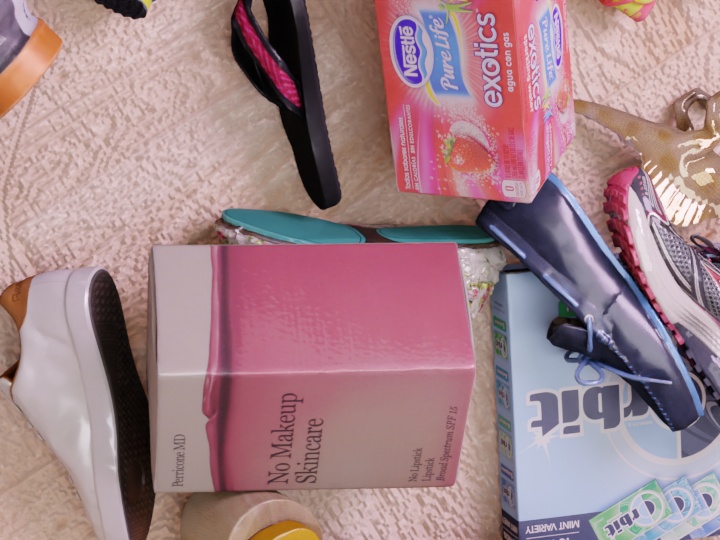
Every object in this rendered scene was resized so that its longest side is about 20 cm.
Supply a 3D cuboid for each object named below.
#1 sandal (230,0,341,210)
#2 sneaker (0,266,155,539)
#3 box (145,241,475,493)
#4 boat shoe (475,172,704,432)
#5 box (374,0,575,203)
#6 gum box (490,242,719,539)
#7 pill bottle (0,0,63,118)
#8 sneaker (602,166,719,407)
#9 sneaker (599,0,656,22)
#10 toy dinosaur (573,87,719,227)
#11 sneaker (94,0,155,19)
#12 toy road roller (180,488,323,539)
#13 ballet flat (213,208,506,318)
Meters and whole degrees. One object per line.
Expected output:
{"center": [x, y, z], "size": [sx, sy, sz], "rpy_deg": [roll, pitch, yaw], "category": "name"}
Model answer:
{"center": [-0.056, -0.132, 1.541], "size": [0.045, 0.075, 0.201], "rpy_deg": [-15, 105, -12], "category": "sandal"}
{"center": [-0.186, 0.093, 1.559], "size": [0.084, 0.073, 0.201], "rpy_deg": [-4, 108, 18], "category": "sneaker"}
{"center": [-0.035, 0.062, 1.521], "size": [0.199, 0.109, 0.128], "rpy_deg": [-1, 139, -7], "category": "box"}
{"center": [0.148, 0.027, 1.579], "size": [0.069, 0.084, 0.200], "rpy_deg": [-36, 88, -3], "category": "boat shoe"}
{"center": [0.072, -0.155, 1.512], "size": [0.094, 0.103, 0.201], "rpy_deg": [6, 122, 22], "category": "box"}
{"center": [0.179, 0.089, 1.650], "size": [0.169, 0.045, 0.201], "rpy_deg": [-6, 99, -13], "category": "gum box"}
{"center": [-0.276, -0.179, 1.461], "size": [0.200, 0.106, 0.106], "rpy_deg": [42, 88, -17], "category": "pill bottle"}
{"center": [0.227, 0.012, 1.583], "size": [0.075, 0.081, 0.200], "rpy_deg": [-35, 107, 4], "category": "sneaker"}
{"center": [0.165, -0.206, 1.582], "size": [0.199, 0.078, 0.091], "rpy_deg": [-10, 103, -13], "category": "sneaker"}
{"center": [0.218, -0.080, 1.611], "size": [0.200, 0.058, 0.101], "rpy_deg": [41, 70, 0], "category": "toy dinosaur"}
{"center": [-0.197, -0.240, 1.498], "size": [0.200, 0.066, 0.079], "rpy_deg": [32, 75, -16], "category": "sneaker"}
{"center": [-0.019, 0.216, 1.586], "size": [0.146, 0.123, 0.201], "rpy_deg": [-26, 110, -21], "category": "toy road roller"}
{"center": [0.000, 0.000, 1.578], "size": [0.199, 0.076, 0.064], "rpy_deg": [5, 106, -12], "category": "ballet flat"}
